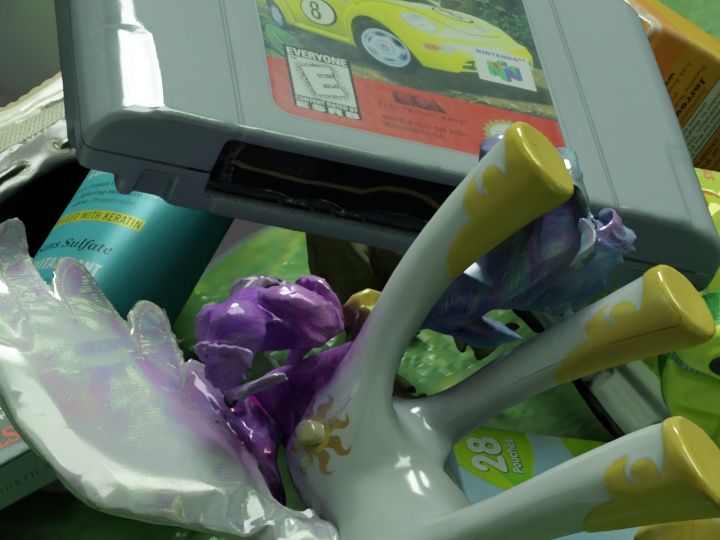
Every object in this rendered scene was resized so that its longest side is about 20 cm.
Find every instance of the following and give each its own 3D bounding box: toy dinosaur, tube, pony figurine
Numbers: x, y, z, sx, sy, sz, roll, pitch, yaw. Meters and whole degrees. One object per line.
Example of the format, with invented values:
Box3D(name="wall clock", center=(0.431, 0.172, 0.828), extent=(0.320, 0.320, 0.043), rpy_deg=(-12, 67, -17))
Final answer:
Box3D(name="toy dinosaur", center=(0.000, 0.000, 0.927), extent=(0.101, 0.058, 0.200), rpy_deg=(50, 4, 3))
Box3D(name="tube", center=(-0.068, -0.020, 0.893), extent=(0.077, 0.050, 0.200), rpy_deg=(4, 50, 33))
Box3D(name="pony figurine", center=(-0.002, 0.055, 0.732), extent=(0.166, 0.200, 0.193), rpy_deg=(21, 36, -49))

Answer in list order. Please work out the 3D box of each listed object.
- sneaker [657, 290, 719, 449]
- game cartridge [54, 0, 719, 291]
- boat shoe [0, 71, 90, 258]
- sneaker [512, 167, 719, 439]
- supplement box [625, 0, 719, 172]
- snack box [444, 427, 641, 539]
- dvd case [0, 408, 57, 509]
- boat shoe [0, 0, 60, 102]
Box3D(name="sneaker", center=(0.156, 0.004, 0.886), extent=(0.200, 0.074, 0.084), rpy_deg=(-17, 66, -44))
Box3D(name="game cartridge", center=(0.006, -0.060, 0.826), extent=(0.200, 0.041, 0.133), rpy_deg=(11, 35, -20))
Box3D(name="boat shoe", center=(-0.101, -0.030, 0.957), extent=(0.200, 0.072, 0.065), rpy_deg=(-22, 54, -41))
Box3D(name="sneaker", center=(0.084, -0.016, 0.925), extent=(0.200, 0.090, 0.078), rpy_deg=(50, 2, -13))
Box3D(name="supplement box", center=(0.126, -0.055, 1.036), extent=(0.200, 0.069, 0.067), rpy_deg=(20, 20, -49))
Box3D(name="snack box", center=(0.125, 0.130, 0.817), extent=(0.200, 0.068, 0.169), rpy_deg=(6, 33, -15))
Box3D(name="dvd case", center=(-0.185, 0.021, 0.829), extent=(0.146, 0.022, 0.200), rpy_deg=(-29, 48, -20))
Box3D(name="boat shoe", center=(-0.152, -0.127, 1.084), extent=(0.200, 0.072, 0.068), rpy_deg=(27, 33, 28))
